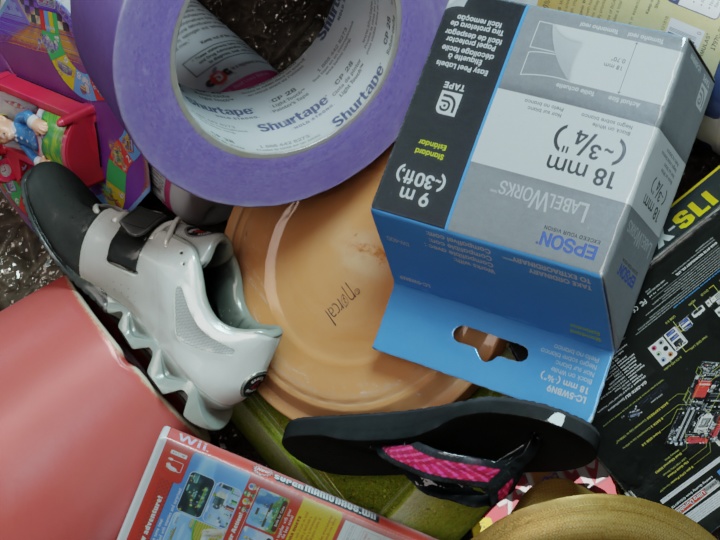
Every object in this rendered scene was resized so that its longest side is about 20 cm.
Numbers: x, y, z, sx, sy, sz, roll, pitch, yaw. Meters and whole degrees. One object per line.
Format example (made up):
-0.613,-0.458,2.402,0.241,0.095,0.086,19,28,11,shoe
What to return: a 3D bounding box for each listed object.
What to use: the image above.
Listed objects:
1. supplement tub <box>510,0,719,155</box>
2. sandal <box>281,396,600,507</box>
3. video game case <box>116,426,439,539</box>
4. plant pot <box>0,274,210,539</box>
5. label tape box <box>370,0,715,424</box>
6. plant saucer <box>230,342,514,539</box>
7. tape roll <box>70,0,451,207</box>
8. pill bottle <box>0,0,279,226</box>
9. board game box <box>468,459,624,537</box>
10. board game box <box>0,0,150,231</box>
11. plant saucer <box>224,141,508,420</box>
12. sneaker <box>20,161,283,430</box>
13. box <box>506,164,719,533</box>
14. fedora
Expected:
0.170,-0.167,0.902,0.199,0.144,0.145,27,89,19,supplement tub
0.043,0.109,0.852,0.199,0.075,0.045,-8,53,31,sandal
-0.051,0.193,0.911,0.199,0.017,0.144,23,109,-4,video game case
-0.204,0.112,0.954,0.177,0.201,0.201,-41,71,-3,plant pot
0.088,-0.038,0.822,0.143,0.063,0.201,17,83,29,label tape box
0.012,0.069,0.941,0.200,0.048,0.200,-49,66,12,plant saucer
-0.055,-0.143,0.848,0.200,0.200,0.085,-46,41,5,tape roll
-0.141,-0.133,1.009,0.200,0.113,0.114,43,94,19,pill bottle
0.096,0.067,0.948,0.095,0.030,0.202,-16,74,15,board game box
-0.217,-0.085,0.996,0.159,0.039,0.200,56,142,3,board game box
0.000,0.000,0.913,0.199,0.032,0.202,-4,81,26,plant saucer
-0.121,-0.007,0.921,0.200,0.074,0.089,47,110,11,sneaker
0.208,0.041,0.864,0.200,0.049,0.160,-40,109,7,box
0.120,0.185,0.864,0.199,0.201,0.082,-25,33,11,fedora
